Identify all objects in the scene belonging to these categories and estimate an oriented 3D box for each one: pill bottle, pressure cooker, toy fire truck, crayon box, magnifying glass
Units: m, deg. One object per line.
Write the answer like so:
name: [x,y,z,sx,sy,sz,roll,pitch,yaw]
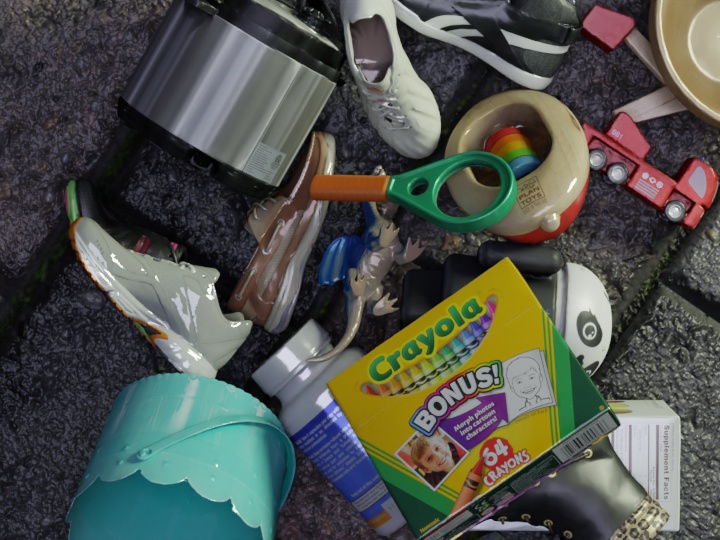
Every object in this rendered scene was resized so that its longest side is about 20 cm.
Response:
pill bottle: [-0.007,0.145,1.671,0.112,0.112,0.200,-43,91,3]
pressure cooker: [-0.108,-0.187,1.626,0.178,0.176,0.201,30,97,-3]
toy fire truck: [0.270,-0.147,1.678,0.200,0.049,0.141,33,92,-1]
crayon box: [0.097,0.117,1.535,0.200,0.058,0.173,-35,62,4]
magnifying glass: [0.047,-0.072,1.591,0.199,0.022,0.080,4,59,25]

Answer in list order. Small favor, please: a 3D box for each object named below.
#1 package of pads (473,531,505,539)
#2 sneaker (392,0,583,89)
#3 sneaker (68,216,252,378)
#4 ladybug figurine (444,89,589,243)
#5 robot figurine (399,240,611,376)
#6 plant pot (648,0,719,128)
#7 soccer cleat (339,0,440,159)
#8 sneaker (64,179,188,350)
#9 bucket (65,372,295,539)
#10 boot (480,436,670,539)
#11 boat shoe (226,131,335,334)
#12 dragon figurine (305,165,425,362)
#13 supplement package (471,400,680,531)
package of pads: [0.150,0.360,1.653,0.068,0.155,0.201,-29,92,9]
sneaker: [0.116,-0.264,1.649,0.199,0.073,0.112,27,120,-8]
sneaker: [-0.185,0.013,1.634,0.092,0.076,0.200,-45,107,-6]
ladybug figurine: [0.151,-0.090,1.630,0.135,0.200,0.072,-27,128,10]
robot figurine: [0.137,0.049,1.653,0.199,0.150,0.125,5,77,2]
plant pot: [0.359,-0.223,1.641,0.200,0.093,0.202,0,87,-7]
soccer cleat: [0.023,-0.176,1.636,0.069,0.078,0.201,-13,126,14]
sneaker: [-0.214,-0.011,1.695,0.084,0.077,0.200,-38,101,-3]
bucket: [-0.163,0.202,1.626,0.206,0.208,0.135,12,49,1]
boot: [0.165,0.224,1.578,0.200,0.073,0.151,-42,91,-1]
boat shoe: [-0.076,-0.041,1.681,0.071,0.076,0.201,18,92,-3]
dragon figurine: [0.000,0.000,1.660,0.059,0.099,0.201,26,86,-25]
supplement package: [0.197,0.183,1.665,0.199,0.114,0.110,0,94,1]
